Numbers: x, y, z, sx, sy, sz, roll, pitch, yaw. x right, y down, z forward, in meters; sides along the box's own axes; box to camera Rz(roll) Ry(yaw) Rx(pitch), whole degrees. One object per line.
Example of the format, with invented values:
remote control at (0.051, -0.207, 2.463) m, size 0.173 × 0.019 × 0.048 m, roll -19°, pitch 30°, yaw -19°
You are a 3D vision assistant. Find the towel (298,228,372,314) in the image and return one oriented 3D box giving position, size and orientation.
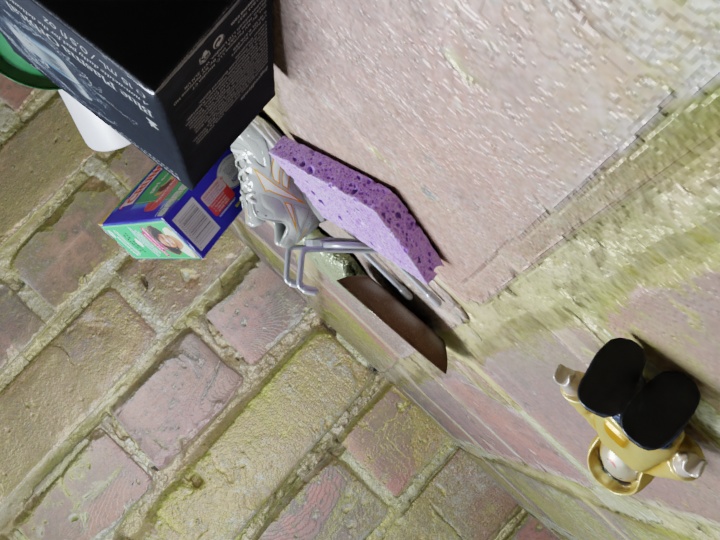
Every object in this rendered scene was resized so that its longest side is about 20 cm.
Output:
towel at (-0.038, -0.004, 1.225) m, size 0.148 × 0.037 × 0.200 m, roll 38°, pitch 171°, yaw 28°

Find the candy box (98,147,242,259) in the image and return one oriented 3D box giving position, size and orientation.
candy box at (-0.219, -0.098, 0.982) m, size 0.199 × 0.170 × 0.077 m, roll -2°, pitch 137°, yaw 52°

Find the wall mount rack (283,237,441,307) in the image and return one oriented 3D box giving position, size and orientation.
wall mount rack at (0.000, 0.000, 0.931) m, size 0.171 × 0.076 × 0.200 m, roll 3°, pitch -178°, yaw -13°

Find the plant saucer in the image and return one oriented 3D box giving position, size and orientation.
plant saucer at (0.052, 0.066, 1.075) m, size 0.200 × 0.037 × 0.200 m, roll 41°, pitch 178°, yaw 1°

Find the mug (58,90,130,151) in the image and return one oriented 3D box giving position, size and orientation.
mug at (-0.443, -0.312, 1.289) m, size 0.185 × 0.150 × 0.154 m, roll 29°, pitch 157°, yaw 37°

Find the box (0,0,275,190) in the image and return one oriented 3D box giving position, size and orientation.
box at (-0.170, -0.184, 0.552) m, size 0.196 × 0.118 × 0.200 m, roll 38°, pitch 169°, yaw 2°

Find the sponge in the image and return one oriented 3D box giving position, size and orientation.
sponge at (-0.007, -0.065, 0.774) m, size 0.199 × 0.030 × 0.112 m, roll 35°, pitch 169°, yaw 48°

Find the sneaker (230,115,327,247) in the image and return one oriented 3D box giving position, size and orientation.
sneaker at (-0.111, -0.102, 0.877) m, size 0.200 × 0.092 × 0.076 m, roll 50°, pitch 170°, yaw -35°

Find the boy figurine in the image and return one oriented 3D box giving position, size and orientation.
boy figurine at (0.197, 0.116, 0.580) m, size 0.124 × 0.065 × 0.201 m, roll 36°, pitch 167°, yaw 26°

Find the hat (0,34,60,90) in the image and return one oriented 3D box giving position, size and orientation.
hat at (-0.363, -0.310, 0.889) m, size 0.199 × 0.168 × 0.175 m, roll 28°, pitch 169°, yaw -34°
